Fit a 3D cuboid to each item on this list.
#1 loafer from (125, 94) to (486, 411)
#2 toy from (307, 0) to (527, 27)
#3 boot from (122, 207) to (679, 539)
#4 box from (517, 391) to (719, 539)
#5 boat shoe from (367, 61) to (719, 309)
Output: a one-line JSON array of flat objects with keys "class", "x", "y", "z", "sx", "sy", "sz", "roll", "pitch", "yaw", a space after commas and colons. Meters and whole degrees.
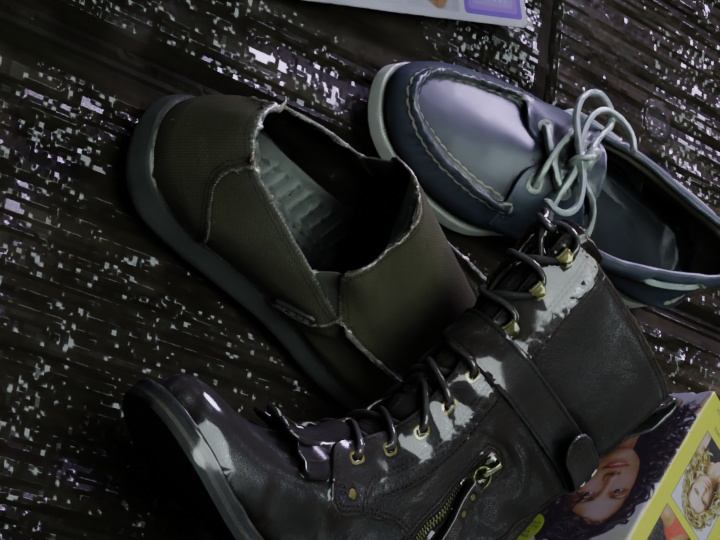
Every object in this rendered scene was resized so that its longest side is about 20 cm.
[{"class": "loafer", "x": 0.000, "y": 0.000, "z": 0.734, "sx": 0.199, "sy": 0.069, "sz": 0.076, "roll": 34, "pitch": 61, "yaw": -34}, {"class": "toy", "x": 0.004, "y": -0.169, "z": 0.784, "sx": 0.199, "sy": 0.047, "sz": 0.117, "roll": 2, "pitch": 79, "yaw": -43}, {"class": "boot", "x": 0.022, "y": 0.047, "z": 0.708, "sx": 0.175, "sy": 0.069, "sz": 0.200, "roll": -50, "pitch": 129, "yaw": -9}, {"class": "box", "x": 0.089, "y": 0.136, "z": 0.791, "sx": 0.050, "sy": 0.075, "sz": 0.200, "roll": 55, "pitch": 50, "yaw": -23}, {"class": "boat shoe", "x": 0.088, "y": -0.036, "z": 0.828, "sx": 0.199, "sy": 0.062, "sz": 0.076, "roll": 33, "pitch": 63, "yaw": -34}]
